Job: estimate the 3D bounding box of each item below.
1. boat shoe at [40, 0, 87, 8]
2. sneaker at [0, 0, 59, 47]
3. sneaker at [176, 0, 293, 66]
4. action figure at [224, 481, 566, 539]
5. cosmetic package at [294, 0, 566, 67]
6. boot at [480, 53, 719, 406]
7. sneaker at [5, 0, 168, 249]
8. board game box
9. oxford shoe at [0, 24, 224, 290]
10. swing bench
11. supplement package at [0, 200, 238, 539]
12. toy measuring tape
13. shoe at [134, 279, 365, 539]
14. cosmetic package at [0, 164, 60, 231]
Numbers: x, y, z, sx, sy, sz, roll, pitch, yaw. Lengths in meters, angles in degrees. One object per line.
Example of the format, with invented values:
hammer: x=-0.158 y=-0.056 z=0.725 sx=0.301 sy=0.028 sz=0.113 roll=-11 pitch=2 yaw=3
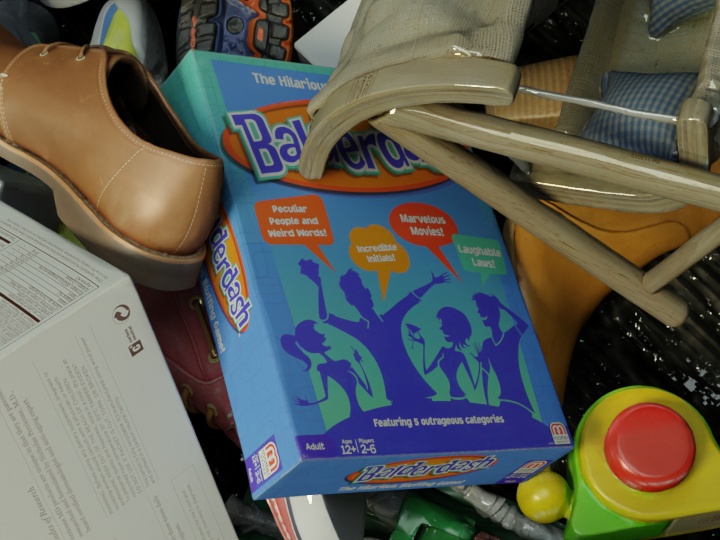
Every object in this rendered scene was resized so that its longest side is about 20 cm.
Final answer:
boat shoe: x=-0.130 y=-0.181 z=0.855 sx=0.074 sy=0.060 sz=0.200 roll=-43 pitch=27 yaw=-20
sneaker: x=-0.195 y=-0.093 z=0.833 sx=0.087 sy=0.200 sz=0.075 roll=31 pitch=112 yaw=11
sneaker: x=-0.066 y=-0.058 z=0.853 sx=0.075 sy=0.078 sz=0.201 roll=12 pitch=89 yaw=7
action figure: x=0.035 y=0.134 z=0.779 sx=0.199 sy=0.055 sz=0.119 roll=18 pitch=71 yaw=10
cosmetic package: x=0.061 y=-0.148 z=0.860 sx=0.200 sy=0.083 sz=0.051 roll=-40 pitch=69 yaw=-7
boot: x=0.138 y=-0.020 z=0.811 sx=0.143 sy=0.071 sz=0.202 roll=-3 pitch=74 yaw=1
sneaker: x=-0.162 y=-0.056 z=0.861 sx=0.104 sy=0.076 sz=0.201 roll=1 pitch=71 yaw=9
board game box: x=0.000 y=0.000 z=0.737 sx=0.152 sy=0.045 sz=0.201 roll=1 pitch=60 yaw=-36
oxford shoe: x=-0.128 y=-0.076 z=0.720 sx=0.200 sy=0.071 sz=0.071 roll=38 pitch=116 yaw=26
swing bench: x=0.100 y=-0.114 z=0.721 sx=0.199 sy=0.130 sz=0.200 roll=23 pitch=61 yaw=-10
supplement package: x=-0.181 y=0.108 z=0.695 sx=0.200 sy=0.192 sz=0.147 roll=-34 pitch=35 yaw=-25
toy measuring tape: x=0.170 y=0.085 z=0.772 sx=0.199 sy=0.074 sz=0.074 roll=-9 pitch=69 yaw=-6
shoe: x=-0.064 y=0.050 z=0.765 sx=0.091 sy=0.071 sz=0.201 roll=-21 pitch=68 yaw=13
cosmetic package: x=-0.232 y=0.037 z=0.805 sx=0.101 sy=0.071 sz=0.201 roll=20 pitch=94 yaw=16
